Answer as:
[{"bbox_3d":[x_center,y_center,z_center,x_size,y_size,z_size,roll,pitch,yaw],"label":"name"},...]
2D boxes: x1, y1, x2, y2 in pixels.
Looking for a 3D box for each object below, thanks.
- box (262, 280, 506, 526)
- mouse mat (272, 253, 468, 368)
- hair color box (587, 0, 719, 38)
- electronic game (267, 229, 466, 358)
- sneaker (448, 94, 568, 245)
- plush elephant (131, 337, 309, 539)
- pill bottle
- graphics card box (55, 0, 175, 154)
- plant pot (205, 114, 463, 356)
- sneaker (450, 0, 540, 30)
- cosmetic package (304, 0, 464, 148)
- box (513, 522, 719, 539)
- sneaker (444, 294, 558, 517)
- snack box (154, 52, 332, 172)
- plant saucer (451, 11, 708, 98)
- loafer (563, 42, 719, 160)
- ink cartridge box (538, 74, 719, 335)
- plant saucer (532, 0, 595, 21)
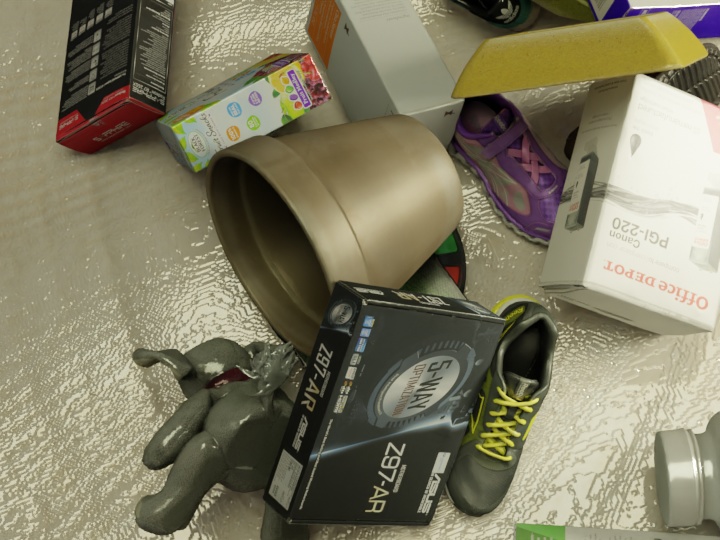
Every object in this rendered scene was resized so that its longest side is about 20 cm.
[{"bbox_3d":[0.020,0.116,1.233,0.044,0.160,0.200,33,108,48],"label":"box"},{"bbox_3d":[0.033,0.070,1.343,0.161,0.008,0.200,-34,77,-8],"label":"mouse mat"},{"bbox_3d":[0.315,-0.284,1.434,0.200,0.065,0.110,-7,64,-21],"label":"hair color box"},{"bbox_3d":[0.000,0.000,1.390,0.199,0.042,0.200,-2,66,5],"label":"electronic game"},{"bbox_3d":[0.145,-0.108,1.398,0.080,0.089,0.200,-38,69,-12],"label":"sneaker"},{"bbox_3d":[-0.121,0.128,1.295,0.164,0.155,0.200,8,107,-28],"label":"plush elephant"},{"bbox_3d":[0.354,0.169,1.243,0.199,0.111,0.111,-4,66,4],"label":"pill bottle"},{"bbox_3d":[-0.243,-0.228,1.475,0.125,0.051,0.200,-22,59,41],"label":"graphics card box"},{"bbox_3d":[-0.012,-0.051,1.295,0.173,0.200,0.200,-31,66,-25],"label":"plant pot"},{"bbox_3d":[0.094,-0.319,1.487,0.200,0.080,0.071,44,111,20],"label":"sneaker"},{"bbox_3d":[0.020,-0.201,1.430,0.071,0.102,0.200,-15,61,-21],"label":"cosmetic package"},{"bbox_3d":[0.222,0.273,1.215,0.199,0.036,0.144,4,33,6],"label":"box"},{"bbox_3d":[0.119,0.116,1.280,0.074,0.085,0.200,14,86,-7],"label":"sneaker"},{"bbox_3d":[-0.116,-0.151,1.388,0.142,0.200,0.053,-31,103,-7],"label":"snack box"},{"bbox_3d":[0.196,-0.195,1.310,0.199,0.200,0.049,-6,99,21],"label":"plant saucer"},{"bbox_3d":[0.269,-0.159,1.413,0.200,0.073,0.071,-34,29,-22],"label":"loafer"},{"bbox_3d":[0.258,-0.056,1.316,0.145,0.085,0.200,19,82,-20],"label":"ink cartridge box"},{"bbox_3d":[0.155,-0.344,1.462,0.199,0.048,0.200,22,47,-30],"label":"plant saucer"}]
